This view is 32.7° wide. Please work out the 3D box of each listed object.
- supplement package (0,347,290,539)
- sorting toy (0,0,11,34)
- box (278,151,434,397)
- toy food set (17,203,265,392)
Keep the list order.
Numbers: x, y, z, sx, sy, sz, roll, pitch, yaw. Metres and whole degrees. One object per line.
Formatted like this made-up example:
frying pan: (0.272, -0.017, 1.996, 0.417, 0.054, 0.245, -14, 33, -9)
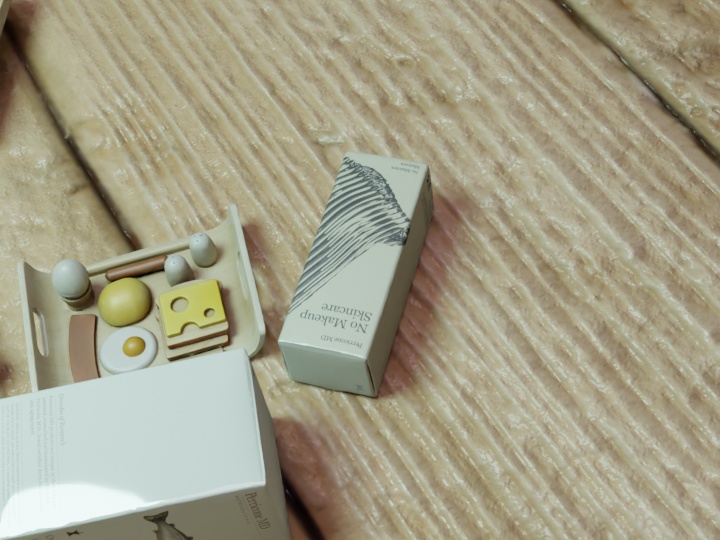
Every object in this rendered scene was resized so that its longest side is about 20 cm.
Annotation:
supplement package: (-0.165, 0.153, 0.931, 0.199, 0.117, 0.118, -12, 56, 0)
sorting toy: (-0.460, -0.209, 1.230, 0.199, 0.070, 0.200, 3, 57, 2)
box: (0.000, 0.000, 1.039, 0.082, 0.069, 0.201, 9, 58, 13)
toy food set: (-0.188, 0.025, 1.052, 0.199, 0.061, 0.144, -16, 56, -3)
